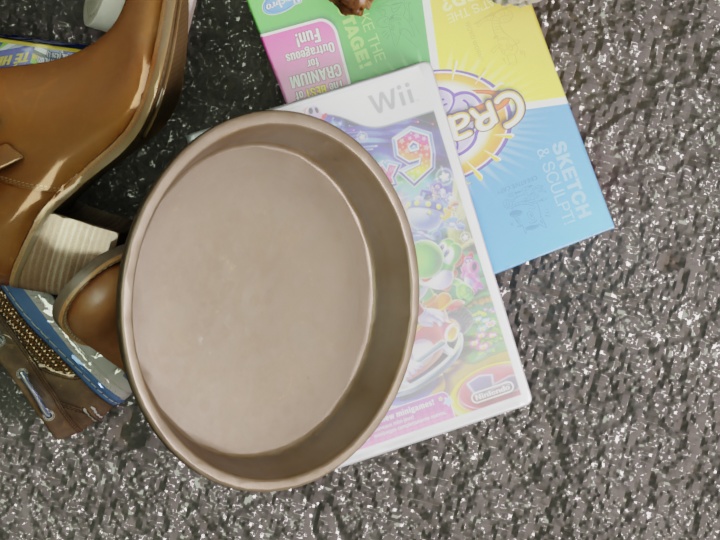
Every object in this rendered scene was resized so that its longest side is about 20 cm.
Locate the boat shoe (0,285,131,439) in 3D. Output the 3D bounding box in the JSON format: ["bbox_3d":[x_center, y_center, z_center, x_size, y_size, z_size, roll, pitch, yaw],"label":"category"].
[{"bbox_3d":[-0.215,0.014,1.493,0.072,0.072,0.200,-43,92,5],"label":"boat shoe"}]

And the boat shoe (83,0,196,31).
[{"bbox_3d":[-0.095,-0.222,1.476,0.059,0.072,0.201,20,89,-18],"label":"boat shoe"}]

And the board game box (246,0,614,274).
[{"bbox_3d":[0.039,-0.091,1.495,0.152,0.040,0.201,-21,94,3],"label":"board game box"}]

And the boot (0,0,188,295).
[{"bbox_3d":[-0.182,-0.092,1.421,0.155,0.077,0.201,19,100,5],"label":"boot"}]

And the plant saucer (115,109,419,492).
[{"bbox_3d":[-0.051,0.016,1.388,0.199,0.029,0.201,-4,95,-40],"label":"plant saucer"}]

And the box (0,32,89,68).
[{"bbox_3d":[-0.238,-0.106,1.485,0.199,0.070,0.065,7,97,1],"label":"box"}]

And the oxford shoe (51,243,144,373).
[{"bbox_3d":[-0.098,0.038,1.423,0.071,0.200,0.071,-45,64,6],"label":"oxford shoe"}]

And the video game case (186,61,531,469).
[{"bbox_3d":[0.000,0.000,1.460,0.143,0.018,0.201,-18,94,-8],"label":"video game case"}]

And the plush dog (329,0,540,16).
[{"bbox_3d":[0.016,-0.237,1.407,0.171,0.160,0.201,-19,67,12],"label":"plush dog"}]
